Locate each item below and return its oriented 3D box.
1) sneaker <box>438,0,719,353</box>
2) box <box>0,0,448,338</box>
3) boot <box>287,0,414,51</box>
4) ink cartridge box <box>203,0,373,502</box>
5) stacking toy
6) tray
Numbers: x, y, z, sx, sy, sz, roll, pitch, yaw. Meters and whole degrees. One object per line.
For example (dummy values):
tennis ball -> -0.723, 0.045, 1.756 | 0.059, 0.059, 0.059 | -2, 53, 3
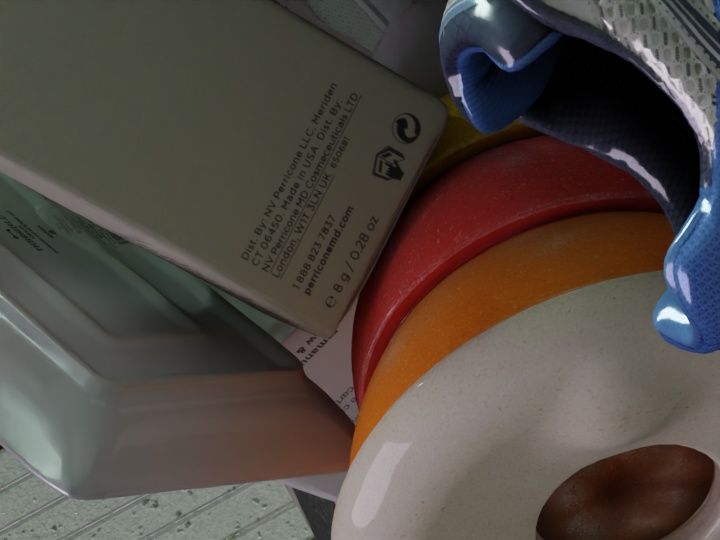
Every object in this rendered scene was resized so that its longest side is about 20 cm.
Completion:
sneaker -> 0.047, -0.073, 0.557 | 0.201, 0.085, 0.077 | 61, 173, 19
box -> -0.084, -0.061, 0.697 | 0.199, 0.069, 0.082 | 30, 176, -21
boot -> -0.066, -0.107, 1.025 | 0.200, 0.096, 0.074 | 41, 143, 8
ink cartridge box -> 0.000, 0.000, 0.890 | 0.200, 0.084, 0.146 | 24, -152, -51
stacking toy -> 0.047, 0.000, 0.741 | 0.201, 0.145, 0.147 | -108, -3, -45
tray -> -0.090, -0.002, 0.760 | 0.200, 0.107, 0.022 | 37, 116, 39
